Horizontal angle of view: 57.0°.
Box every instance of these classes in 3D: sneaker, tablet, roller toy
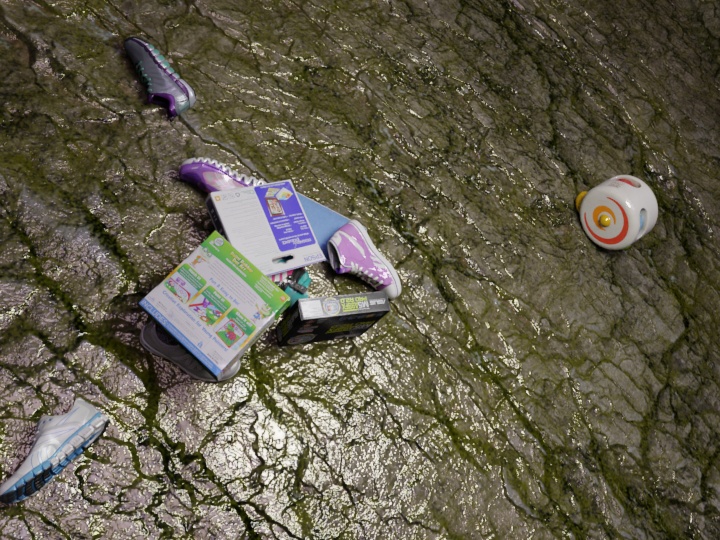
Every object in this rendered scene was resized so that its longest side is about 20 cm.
[{"bbox_3d":[-0.521,0.294,1.101,0.086,0.075,0.200,40,51,8],"label":"sneaker"},{"bbox_3d":[-0.293,-0.170,1.411,0.197,0.080,0.090,20,68,-18],"label":"sneaker"},{"bbox_3d":[-0.455,-0.420,1.446,0.199,0.074,0.088,42,61,-4],"label":"sneaker"},{"bbox_3d":[0.000,0.000,1.468,0.202,0.072,0.114,52,53,-3],"label":"sneaker"},{"bbox_3d":[-0.085,-0.086,1.508,0.197,0.014,0.132,26,59,-14],"label":"tablet"},{"bbox_3d":[-0.318,0.150,1.247,0.197,0.082,0.076,22,60,-14],"label":"sneaker"},{"bbox_3d":[0.702,-0.159,1.821,0.138,0.182,0.202,-26,80,-31],"label":"roller toy"},{"bbox_3d":[-0.170,0.044,1.361,0.121,0.084,0.199,46,45,6],"label":"sneaker"}]

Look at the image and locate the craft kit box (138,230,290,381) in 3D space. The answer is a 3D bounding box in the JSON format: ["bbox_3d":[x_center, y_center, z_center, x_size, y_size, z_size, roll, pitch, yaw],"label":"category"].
[{"bbox_3d":[-0.264,0.061,1.213,0.199,0.049,0.198,40,70,9],"label":"craft kit box"}]

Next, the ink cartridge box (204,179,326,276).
[{"bbox_3d":[-0.193,-0.080,1.358,0.195,0.043,0.203,-15,72,-37],"label":"ink cartridge box"}]

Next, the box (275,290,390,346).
[{"bbox_3d":[-0.058,0.099,1.350,0.196,0.160,0.045,-4,67,-28],"label":"box"}]
